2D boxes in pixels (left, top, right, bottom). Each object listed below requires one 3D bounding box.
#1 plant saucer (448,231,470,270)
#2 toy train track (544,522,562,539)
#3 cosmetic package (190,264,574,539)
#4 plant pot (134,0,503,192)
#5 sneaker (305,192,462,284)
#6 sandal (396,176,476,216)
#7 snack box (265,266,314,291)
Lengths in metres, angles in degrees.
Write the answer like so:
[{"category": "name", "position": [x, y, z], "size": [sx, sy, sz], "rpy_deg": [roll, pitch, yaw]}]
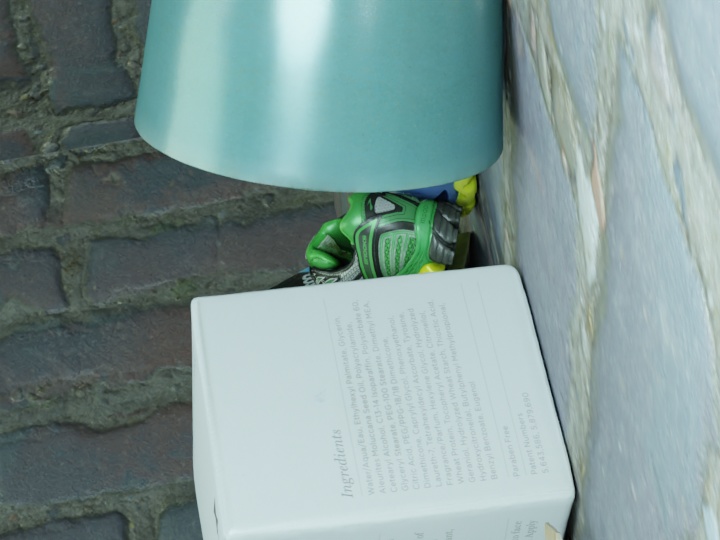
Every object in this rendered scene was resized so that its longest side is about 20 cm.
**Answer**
[{"category": "plant saucer", "position": [0.039, 0.066, 1.416], "size": [0.200, 0.031, 0.202], "rpy_deg": [-165, 90, -90]}, {"category": "toy train track", "position": [0.121, 0.193, 0.989], "size": [0.200, 0.032, 0.116], "rpy_deg": [-144, 51, -78]}, {"category": "cosmetic package", "position": [0.005, 0.117, 1.174], "size": [0.166, 0.198, 0.166], "rpy_deg": [96, 166, -52]}, {"category": "plant pot", "position": [-0.015, -0.150, 1.042], "size": [0.201, 0.198, 0.163], "rpy_deg": [-106, 20, -68]}, {"category": "sneaker", "position": [0.000, 0.000, 1.337], "size": [0.200, 0.084, 0.079], "rpy_deg": [122, 166, -55]}, {"category": "sandal", "position": [0.033, -0.082, 1.296], "size": [0.200, 0.086, 0.080], "rpy_deg": [83, 175, -72]}, {"category": "snack box", "position": [0.005, 0.040, 1.494], "size": [0.199, 0.037, 0.117], "rpy_deg": [-30, -60, -46]}]
